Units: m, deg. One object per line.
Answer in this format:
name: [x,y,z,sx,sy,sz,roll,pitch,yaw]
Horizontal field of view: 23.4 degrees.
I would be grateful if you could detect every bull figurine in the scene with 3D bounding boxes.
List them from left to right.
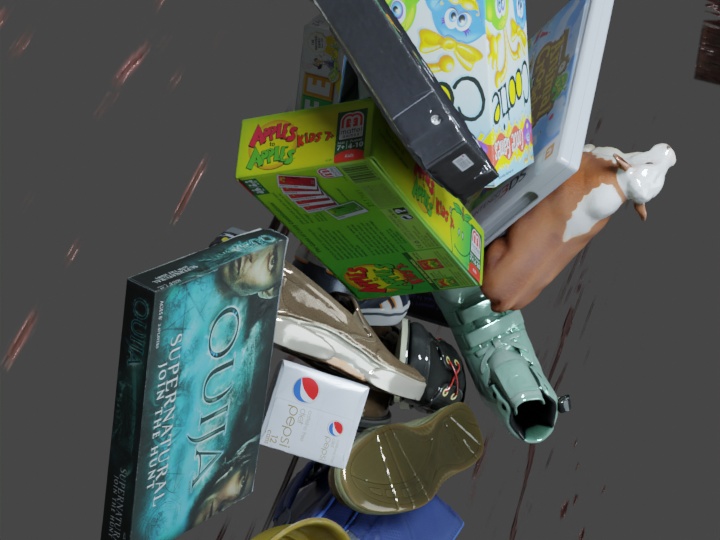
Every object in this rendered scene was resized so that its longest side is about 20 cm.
bull figurine: [0.161,-0.052,1.378,0.200,0.065,0.122,-44,-153,28]

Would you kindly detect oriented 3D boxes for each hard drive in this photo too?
hard drive: [0.015,-0.143,1.139,0.038,0.200,0.140,-33,169,8]

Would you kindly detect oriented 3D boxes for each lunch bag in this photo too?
lunch bag: [-0.012,0.230,1.489,0.136,0.132,0.200,-40,-175,29]

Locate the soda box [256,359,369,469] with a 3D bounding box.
soda box: [-0.040,0.108,1.314,0.200,0.068,0.064,135,-27,-85]

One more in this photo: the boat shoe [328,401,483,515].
boat shoe: [0.029,0.159,1.444,0.201,0.063,0.073,-23,91,-56]

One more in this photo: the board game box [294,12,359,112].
board game box: [0.001,-0.154,1.352,0.200,0.034,0.135,-50,152,-58]

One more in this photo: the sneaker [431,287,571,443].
sneaker: [0.125,0.058,1.518,0.201,0.074,0.118,67,-7,-31]

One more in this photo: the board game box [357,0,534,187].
board game box: [0.061,-0.168,1.268,0.105,0.103,0.201,-33,122,-64]

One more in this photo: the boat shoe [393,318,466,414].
boat shoe: [0.061,0.088,1.526,0.201,0.063,0.074,63,36,-76]

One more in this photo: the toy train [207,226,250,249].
toy train: [-0.102,0.067,1.202,0.046,0.034,0.200,-37,141,-61]

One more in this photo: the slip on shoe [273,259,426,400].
slip on shoe: [-0.016,0.047,1.311,0.200,0.076,0.061,26,79,-41]

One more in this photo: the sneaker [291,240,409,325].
sneaker: [0.000,0.000,1.427,0.080,0.078,0.200,-70,165,9]

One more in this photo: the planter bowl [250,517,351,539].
planter bowl: [-0.090,0.274,1.330,0.200,0.083,0.201,-30,127,-50]

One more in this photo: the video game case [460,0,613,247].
video game case: [0.133,-0.119,1.405,0.182,0.022,0.200,-42,-154,51]

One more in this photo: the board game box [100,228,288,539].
board game box: [-0.108,0.080,1.139,0.135,0.028,0.200,-25,131,-51]

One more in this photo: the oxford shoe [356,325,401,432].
oxford shoe: [0.000,0.091,1.558,0.200,0.072,0.085,-63,161,-74]

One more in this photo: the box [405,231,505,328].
box: [0.092,-0.054,1.660,0.122,0.106,0.200,-14,120,-73]

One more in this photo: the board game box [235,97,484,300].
board game box: [0.005,-0.045,1.222,0.200,0.101,0.048,46,43,-54]
